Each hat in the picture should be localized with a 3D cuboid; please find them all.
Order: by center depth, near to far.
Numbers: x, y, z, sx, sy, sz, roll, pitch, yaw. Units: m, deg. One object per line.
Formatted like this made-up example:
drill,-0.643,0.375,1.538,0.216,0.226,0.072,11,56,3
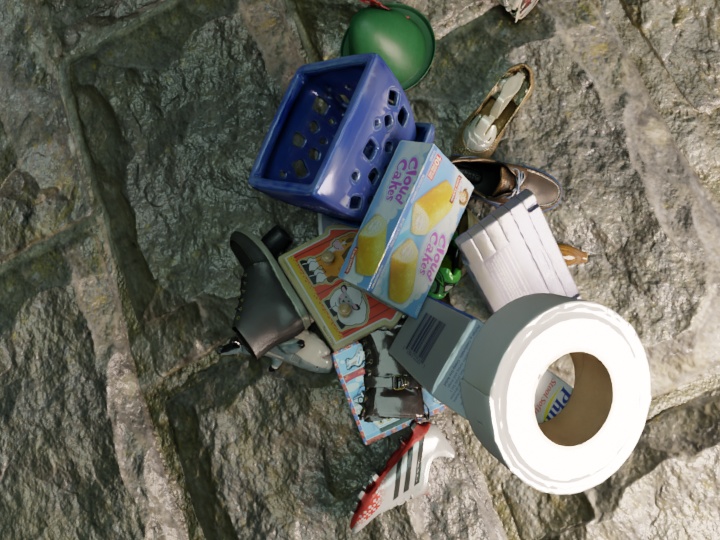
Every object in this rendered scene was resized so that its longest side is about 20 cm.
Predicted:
hat,0.019,-0.400,0.834,0.194,0.176,0.171,5,82,12

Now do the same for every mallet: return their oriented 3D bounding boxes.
mallet,-0.093,0.008,0.871,0.199,0.041,0.066,41,96,10

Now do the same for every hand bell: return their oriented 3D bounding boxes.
hand bell,0.246,-0.032,0.794,0.193,0.104,0.108,6,82,-1

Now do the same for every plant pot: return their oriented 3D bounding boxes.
plant pot,-0.019,-0.168,0.764,0.198,0.178,0.205,18,83,50

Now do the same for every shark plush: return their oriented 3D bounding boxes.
shark plush,-0.144,0.135,0.846,0.193,0.092,0.085,-9,118,3

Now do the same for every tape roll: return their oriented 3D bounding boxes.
tape roll,0.213,0.130,0.572,0.196,0.071,0.210,-1,96,-14

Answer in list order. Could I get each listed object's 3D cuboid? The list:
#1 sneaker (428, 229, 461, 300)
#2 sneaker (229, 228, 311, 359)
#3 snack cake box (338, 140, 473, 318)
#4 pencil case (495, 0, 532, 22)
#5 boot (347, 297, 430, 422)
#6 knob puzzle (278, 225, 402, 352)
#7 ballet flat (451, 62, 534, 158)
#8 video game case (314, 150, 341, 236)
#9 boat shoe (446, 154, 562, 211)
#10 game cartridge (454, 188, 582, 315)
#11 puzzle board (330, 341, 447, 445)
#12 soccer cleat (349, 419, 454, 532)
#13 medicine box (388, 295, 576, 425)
sneaker,0.120,-0.059,0.792,0.076,0.085,0.206,7,65,-30
sneaker,-0.171,0.029,0.800,0.105,0.075,0.201,-31,69,-22
snack cake box,0.065,-0.054,0.703,0.066,0.114,0.205,20,84,47
pencil case,0.206,-0.497,0.862,0.198,0.078,0.090,37,70,14
boot,0.015,0.138,0.793,0.193,0.069,0.180,5,80,11
knob puzzle,0.000,0.000,0.788,0.212,0.031,0.225,2,57,-3
ballet flat,0.207,-0.246,0.831,0.070,0.065,0.203,32,89,12
video game case,0.014,-0.113,0.872,0.176,0.023,0.207,-6,81,11
boat shoe,0.215,-0.129,0.795,0.194,0.072,0.075,10,98,3
game cartridge,0.228,0.002,0.752,0.128,0.039,0.202,-31,115,7
puzzle board,0.065,0.162,0.824,0.196,0.017,0.154,-26,77,7
soccer cleat,0.060,0.319,0.777,0.085,0.069,0.202,37,88,10
medicine box,0.159,0.139,0.690,0.197,0.182,0.104,34,88,-14
